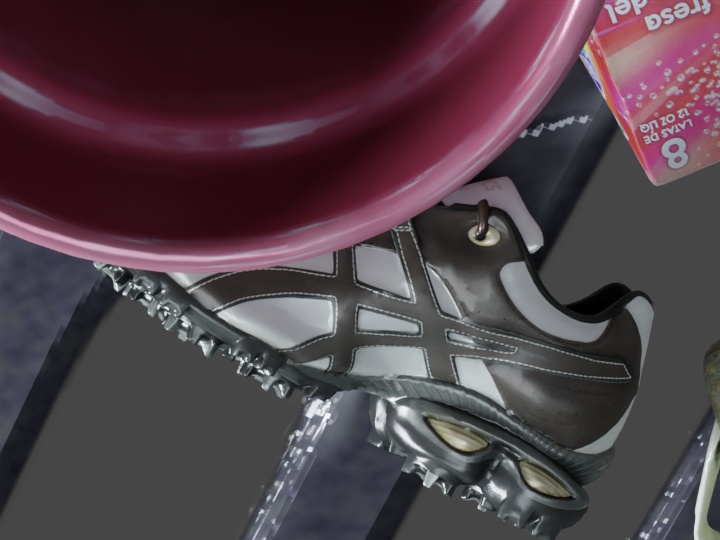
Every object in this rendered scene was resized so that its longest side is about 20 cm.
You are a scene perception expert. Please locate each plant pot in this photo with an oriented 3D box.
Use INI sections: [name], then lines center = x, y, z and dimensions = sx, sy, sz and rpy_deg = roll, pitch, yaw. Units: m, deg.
[plant pot]
center = -0.038, -0.128, 0.635
dimensions = 0.200, 0.179, 0.200
rpy_deg = 0, 121, 0

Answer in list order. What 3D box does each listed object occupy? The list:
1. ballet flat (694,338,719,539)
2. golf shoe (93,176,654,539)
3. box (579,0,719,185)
[ballet flat]
center = 0.145, 0.103, 0.855
dimensions = 0.071, 0.071, 0.200
rpy_deg = -11, 118, -3
[golf shoe]
center = 0.000, 0.000, 0.783
dimensions = 0.200, 0.078, 0.095
rpy_deg = 30, 91, -22
[box]
center = 0.148, -0.117, 0.720
dimensions = 0.200, 0.100, 0.096
rpy_deg = -23, 117, 3
